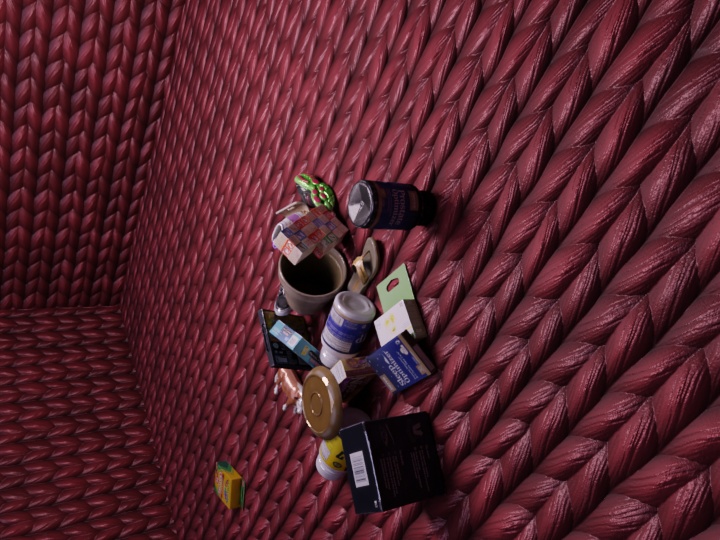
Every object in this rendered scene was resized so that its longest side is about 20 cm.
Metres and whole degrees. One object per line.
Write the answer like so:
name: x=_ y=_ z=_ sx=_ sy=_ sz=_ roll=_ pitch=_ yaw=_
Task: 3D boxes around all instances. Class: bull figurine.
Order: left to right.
bull figurine: x=-0.223 y=0.396 z=2.037 sx=0.122 sy=0.065 sz=0.201 roll=-58 pitch=45 yaw=34

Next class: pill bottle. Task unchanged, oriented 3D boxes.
pill bottle: x=-0.048 y=0.487 z=1.739 sx=0.115 sy=0.113 sz=0.201 roll=57 pitch=134 yaw=38
pill bottle: x=-0.043 y=0.171 z=1.723 sx=0.120 sy=0.119 sz=0.201 roll=51 pitch=131 yaw=42
pill bottle: x=0.078 y=-0.152 z=1.472 sx=0.111 sy=0.198 sz=0.113 roll=2 pitch=92 yaw=56

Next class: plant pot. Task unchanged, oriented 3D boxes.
plant pot: x=-0.153 y=0.038 z=1.847 sx=0.174 sy=0.198 sz=0.201 roll=112 pitch=142 yaw=-53
plant pot: x=-0.112 y=0.363 z=1.706 sx=0.199 sy=0.027 sz=0.203 roll=1 pitch=92 yaw=56

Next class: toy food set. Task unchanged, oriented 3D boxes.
toy food set: x=-0.191 y=-0.107 z=1.951 sx=0.143 sy=0.060 sz=0.202 roll=-18 pitch=96 yaw=55

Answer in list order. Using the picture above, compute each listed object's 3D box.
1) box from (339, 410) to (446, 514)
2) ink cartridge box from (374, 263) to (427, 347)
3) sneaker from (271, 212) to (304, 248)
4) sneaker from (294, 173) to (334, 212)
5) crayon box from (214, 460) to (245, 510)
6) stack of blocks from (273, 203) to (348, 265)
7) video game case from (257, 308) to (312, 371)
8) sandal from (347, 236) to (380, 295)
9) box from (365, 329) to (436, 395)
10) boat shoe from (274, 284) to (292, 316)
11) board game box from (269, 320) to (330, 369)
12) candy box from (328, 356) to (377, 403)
box: x=0.075 y=0.454 z=1.480 sx=0.117 sy=0.198 sz=0.199 roll=-34 pitch=62 yaw=50
ink cartridge box: x=0.087 y=0.103 z=1.597 sx=0.145 sy=0.048 sz=0.202 roll=-42 pitch=59 yaw=48
sneaker: x=-0.218 y=-0.070 z=1.871 sx=0.072 sy=0.114 sz=0.202 roll=28 pitch=134 yaw=34
sneaker: x=-0.135 y=-0.225 z=1.915 sx=0.200 sy=0.076 sz=0.084 roll=51 pitch=152 yaw=43
crayon box: x=-0.526 y=0.865 z=2.504 sx=0.199 sy=0.050 sz=0.129 roll=15 pitch=102 yaw=54
stack of blocks: x=-0.137 y=-0.095 z=1.764 sx=0.115 sy=0.200 sz=0.059 roll=43 pitch=133 yaw=6
video game case: x=-0.227 y=0.217 z=1.933 sx=0.025 sy=0.199 sz=0.182 roll=-28 pitch=65 yaw=27
sandal: x=0.000 y=0.000 z=1.716 sx=0.081 sy=0.054 sz=0.201 roll=57 pitch=134 yaw=38
box: x=0.090 y=0.238 z=1.562 sx=0.121 sy=0.032 sz=0.200 roll=51 pitch=139 yaw=4
boat shoe: x=-0.226 y=0.060 z=1.959 sx=0.069 sy=0.201 sz=0.067 roll=0 pitch=125 yaw=17
board game box: x=-0.159 y=0.240 z=1.839 sx=0.047 sy=0.200 sz=0.151 roll=-51 pitch=36 yaw=-10
candy box: x=-0.045 y=0.309 z=1.731 sx=0.200 sy=0.116 sz=0.057 roll=-48 pitch=53 yaw=44
